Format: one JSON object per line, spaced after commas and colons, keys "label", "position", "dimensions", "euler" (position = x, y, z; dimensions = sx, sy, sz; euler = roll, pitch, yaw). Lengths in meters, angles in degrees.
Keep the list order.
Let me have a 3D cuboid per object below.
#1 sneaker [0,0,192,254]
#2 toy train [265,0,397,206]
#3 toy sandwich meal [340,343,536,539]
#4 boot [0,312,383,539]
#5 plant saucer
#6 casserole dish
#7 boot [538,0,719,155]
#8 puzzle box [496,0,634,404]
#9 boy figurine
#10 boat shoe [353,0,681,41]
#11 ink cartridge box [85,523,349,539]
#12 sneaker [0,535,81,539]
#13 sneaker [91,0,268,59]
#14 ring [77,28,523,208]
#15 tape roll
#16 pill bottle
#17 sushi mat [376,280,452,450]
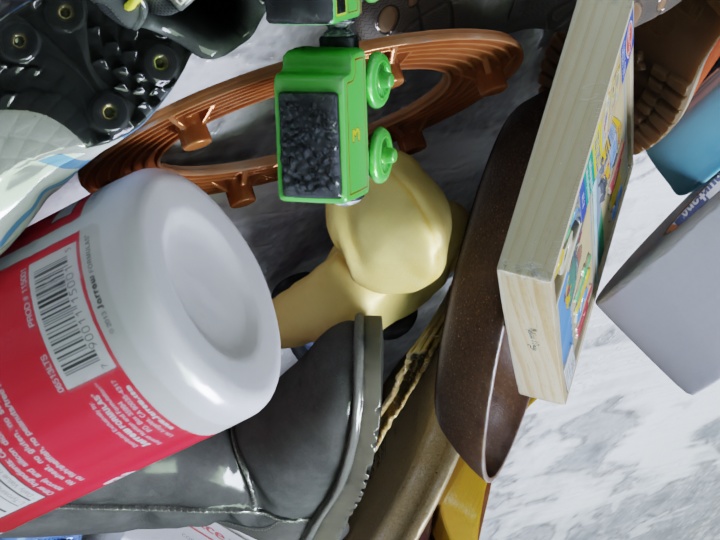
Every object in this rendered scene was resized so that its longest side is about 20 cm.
{"label": "sneaker", "position": [-0.150, -0.047, 1.048], "dimensions": [0.200, 0.072, 0.072], "euler": [-42, -172, -5]}
{"label": "toy train", "position": [-0.015, -0.121, 0.991], "dimensions": [0.056, 0.042, 0.201], "euler": [-29, 118, -65]}
{"label": "toy sandwich meal", "position": [0.036, 0.125, 1.421], "dimensions": [0.205, 0.070, 0.205], "euler": [-59, -168, 20]}
{"label": "boot", "position": [-0.097, 0.074, 1.202], "dimensions": [0.199, 0.073, 0.182], "euler": [11, 136, -8]}
{"label": "plant saucer", "position": [0.072, 0.001, 1.252], "dimensions": [0.200, 0.034, 0.201], "euler": [15, 90, -79]}
{"label": "casserole dish", "position": [0.204, -0.120, 1.314], "dimensions": [0.200, 0.039, 0.121], "euler": [-44, -163, 44]}
{"label": "boot", "position": [0.165, -0.134, 1.288], "dimensions": [0.107, 0.075, 0.200], "euler": [-39, 170, -43]}
{"label": "puzzle box", "position": [0.096, -0.028, 1.179], "dimensions": [0.200, 0.025, 0.133], "euler": [70, 35, -72]}
{"label": "boy figurine", "position": [0.000, 0.000, 1.234], "dimensions": [0.124, 0.065, 0.200], "euler": [-31, 171, -12]}
{"label": "boat shoe", "position": [0.074, -0.148, 1.147], "dimensions": [0.200, 0.073, 0.075], "euler": [-12, 142, -32]}
{"label": "ink cartridge box", "position": [-0.106, 0.191, 1.399], "dimensions": [0.200, 0.116, 0.068], "euler": [-52, -168, 26]}
{"label": "sneaker", "position": [-0.174, 0.164, 1.326], "dimensions": [0.076, 0.077, 0.200], "euler": [-10, 140, -41]}
{"label": "sneaker", "position": [-0.091, -0.137, 0.942], "dimensions": [0.074, 0.085, 0.200], "euler": [-45, 153, 13]}
{"label": "ring", "position": [-0.024, -0.060, 1.128], "dimensions": [0.200, 0.019, 0.200], "euler": [-17, 171, -3]}
{"label": "tape roll", "position": [0.207, -0.031, 1.266], "dimensions": [0.200, 0.066, 0.200], "euler": [-44, 179, -1]}
{"label": "pill bottle", "position": [-0.142, 0.045, 1.097], "dimensions": [0.200, 0.113, 0.112], "euler": [-25, 159, 23]}
{"label": "sushi mat", "position": [0.043, 0.022, 1.334], "dimensions": [0.096, 0.012, 0.200], "euler": [-61, 178, 36]}
